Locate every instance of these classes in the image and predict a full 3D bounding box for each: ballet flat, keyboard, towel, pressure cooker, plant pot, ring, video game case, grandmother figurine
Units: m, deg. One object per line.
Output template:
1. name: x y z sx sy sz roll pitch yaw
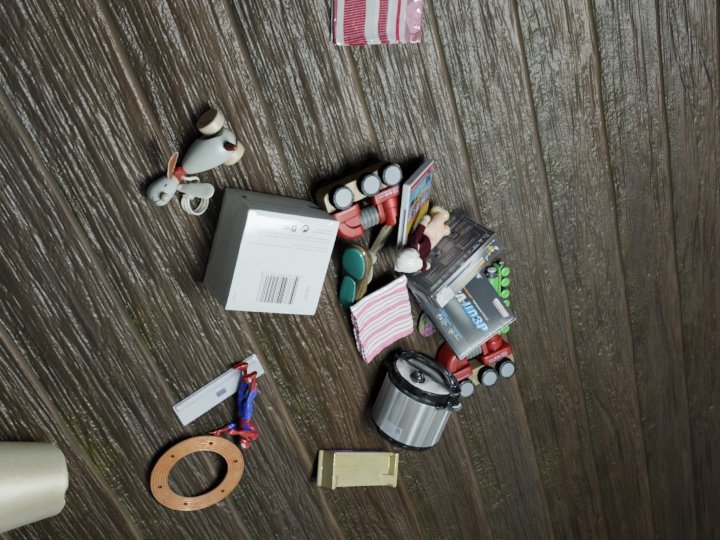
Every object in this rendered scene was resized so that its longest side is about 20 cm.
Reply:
1. ballet flat: 0.000 0.000 1.719 0.072 0.068 0.201 -37 152 -31
2. keyboard: -0.293 0.248 1.713 0.199 0.011 0.057 -33 131 -15
3. towel: 0.052 0.108 1.817 0.146 0.030 0.201 -32 143 -16
4. pressure cooker: 0.132 0.288 1.881 0.174 0.179 0.202 13 113 -15
5. plant pot: -0.632 0.383 1.463 0.182 0.200 0.202 3 111 -45
6. towel: 0.036 -0.502 1.558 0.198 0.023 0.146 -11 116 -28
7. ring: -0.345 0.426 1.741 0.198 0.019 0.202 -12 124 -19
8. video game case: 0.112 -0.115 1.726 0.143 0.017 0.202 -49 150 -52
9. grandmother figurine: 0.129 -0.054 1.717 0.200 0.060 0.122 -45 127 -50
10. ballet flat: 0.205 0.073 1.904 0.069 0.071 0.201 31 94 -34

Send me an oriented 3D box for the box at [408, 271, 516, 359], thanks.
1. box: 0.226 0.075 1.847 0.158 0.046 0.201 -34 83 -2

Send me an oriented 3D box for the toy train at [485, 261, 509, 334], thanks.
1. toy train: 0.331 0.071 2.005 0.056 0.042 0.202 -14 119 -14

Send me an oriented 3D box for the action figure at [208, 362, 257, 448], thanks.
1. action figure: -0.263 0.299 1.716 0.098 0.065 0.202 -18 124 -31

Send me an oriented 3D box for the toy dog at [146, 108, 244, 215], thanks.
1. toy dog: -0.282 -0.184 1.459 0.131 0.096 0.201 25 98 -37

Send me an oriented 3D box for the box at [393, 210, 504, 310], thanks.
1. box: 0.189 -0.026 1.793 0.200 0.158 0.048 -44 127 -8

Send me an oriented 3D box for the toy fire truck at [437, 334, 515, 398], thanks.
1. toy fire truck: 0.270 0.182 1.957 0.175 0.129 0.202 -22 112 -12

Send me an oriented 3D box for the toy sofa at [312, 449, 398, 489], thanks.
1. toy sofa: -0.013 0.468 1.958 0.198 0.097 0.084 9 83 -35

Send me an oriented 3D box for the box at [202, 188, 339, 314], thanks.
1. box: -0.172 -0.034 1.577 0.197 0.131 0.202 5 108 -34

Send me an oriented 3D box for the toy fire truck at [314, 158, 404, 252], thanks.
1. toy fire truck: 0.010 -0.109 1.680 0.175 0.128 0.202 -26 114 -19
